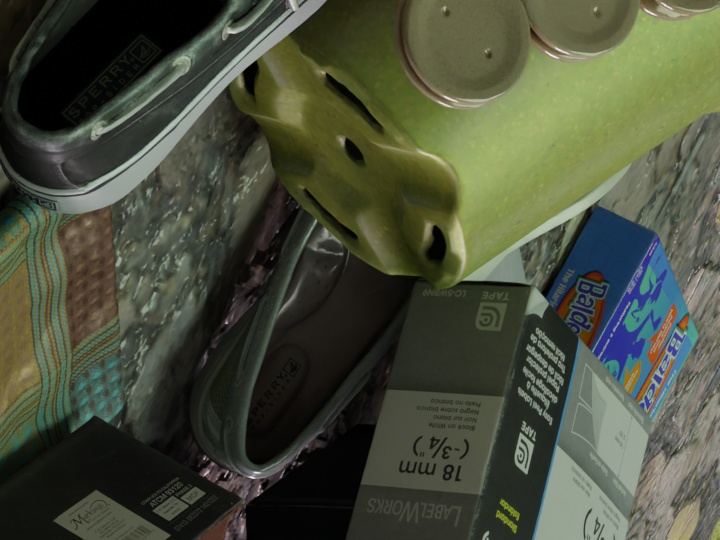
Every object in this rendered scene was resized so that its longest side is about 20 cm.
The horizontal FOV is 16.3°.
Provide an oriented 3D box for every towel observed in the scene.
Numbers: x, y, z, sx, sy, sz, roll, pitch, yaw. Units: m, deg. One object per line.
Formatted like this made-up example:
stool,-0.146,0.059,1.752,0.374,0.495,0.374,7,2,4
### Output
towel,-0.148,0.061,0.895,0.200,0.022,0.147,-48,154,-36

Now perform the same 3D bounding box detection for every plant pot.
plant pot,0.054,-0.098,0.986,0.184,0.200,0.200,-42,151,-21

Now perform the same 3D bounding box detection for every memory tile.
memory tile,0.046,-0.166,0.875,0.153,0.200,0.017,-25,-175,-27

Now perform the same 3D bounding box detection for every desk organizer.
desk organizer,-0.131,0.138,0.901,0.200,0.072,0.077,-37,148,-52

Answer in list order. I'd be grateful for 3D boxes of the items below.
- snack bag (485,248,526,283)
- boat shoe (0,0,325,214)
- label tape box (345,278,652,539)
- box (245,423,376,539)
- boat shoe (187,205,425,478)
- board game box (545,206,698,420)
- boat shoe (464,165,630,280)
snack bag,0.071,0.064,1.228,0.200,0.021,0.189,-73,154,-55
boat shoe,-0.054,-0.110,0.852,0.199,0.074,0.068,-46,168,-18
label tape box,0.052,0.124,1.060,0.144,0.063,0.200,45,55,-52
box,0.010,0.157,1.177,0.200,0.079,0.141,-24,117,-75
boat shoe,-0.002,0.000,1.070,0.202,0.074,0.065,-55,-166,-7
board game box,0.141,0.066,1.523,0.152,0.045,0.200,-61,159,-9
boat shoe,0.059,-0.051,1.171,0.200,0.075,0.062,-35,126,-27
